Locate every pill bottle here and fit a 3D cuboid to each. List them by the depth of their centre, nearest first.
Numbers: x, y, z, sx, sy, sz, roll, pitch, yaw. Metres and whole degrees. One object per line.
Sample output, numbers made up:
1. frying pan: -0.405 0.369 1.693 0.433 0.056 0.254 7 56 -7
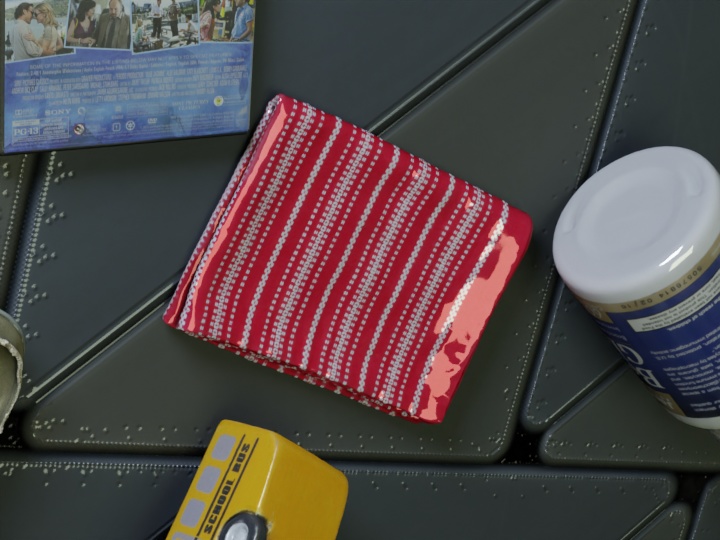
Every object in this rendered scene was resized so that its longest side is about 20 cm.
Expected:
1. pill bottle: 0.210 0.027 1.130 0.111 0.111 0.200 -47 126 -7

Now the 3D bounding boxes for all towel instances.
1. towel: 0.000 0.000 1.046 0.200 0.022 0.145 23 96 -36

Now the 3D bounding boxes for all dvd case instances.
1. dvd case: -0.116 -0.158 0.911 0.142 0.018 0.200 -7 114 -28

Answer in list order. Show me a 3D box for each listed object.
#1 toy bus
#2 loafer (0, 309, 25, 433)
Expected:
1. toy bus: -0.078 0.187 1.006 0.065 0.078 0.200 36 72 -39
2. loafer: -0.227 0.109 0.922 0.075 0.070 0.200 31 92 -36
